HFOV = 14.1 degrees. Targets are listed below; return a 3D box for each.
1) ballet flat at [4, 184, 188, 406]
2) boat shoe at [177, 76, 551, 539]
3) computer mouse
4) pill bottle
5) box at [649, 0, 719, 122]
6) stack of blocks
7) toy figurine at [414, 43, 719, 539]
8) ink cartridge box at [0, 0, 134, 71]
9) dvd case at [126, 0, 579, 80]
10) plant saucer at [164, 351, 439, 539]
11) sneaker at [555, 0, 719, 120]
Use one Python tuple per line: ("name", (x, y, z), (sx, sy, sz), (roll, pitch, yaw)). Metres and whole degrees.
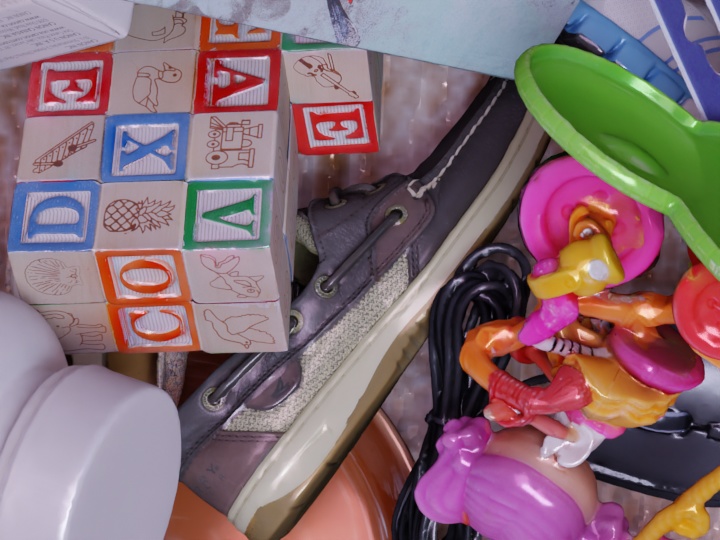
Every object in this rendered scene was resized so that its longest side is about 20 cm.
("ballet flat", (-0.093, 0.038, 1.015), (0.068, 0.067, 0.201), (-5, 85, 4))
("boat shoe", (0.000, 0.001, 1.019), (0.066, 0.072, 0.201), (34, 72, 0))
("computer mouse", (0.110, 0.073, 1.012), (0.200, 0.046, 0.141), (9, 112, -18))
("pill bottle", (-0.164, 0.050, 0.935), (0.200, 0.113, 0.113), (16, 87, 18))
("box", (0.167, -0.134, 0.965), (0.200, 0.032, 0.121), (-39, 122, -17))
("stack of blocks", (-0.052, -0.068, 1.004), (0.115, 0.059, 0.200), (-1, 52, 5))
("toy figurine", (0.087, 0.055, 0.925), (0.200, 0.150, 0.184), (32, 114, -4))
("ink cartridge box", (-0.138, -0.154, 1.013), (0.045, 0.200, 0.177), (21, 72, -38))
("dvd case", (0.014, -0.135, 0.912), (0.146, 0.200, 0.022), (-58, 45, 24))
("plant saucer", (-0.069, 0.113, 1.057), (0.200, 0.032, 0.201), (0, 85, 5))
("sneaker", (0.140, -0.074, 1.040), (0.200, 0.075, 0.087), (33, 82, -2))
